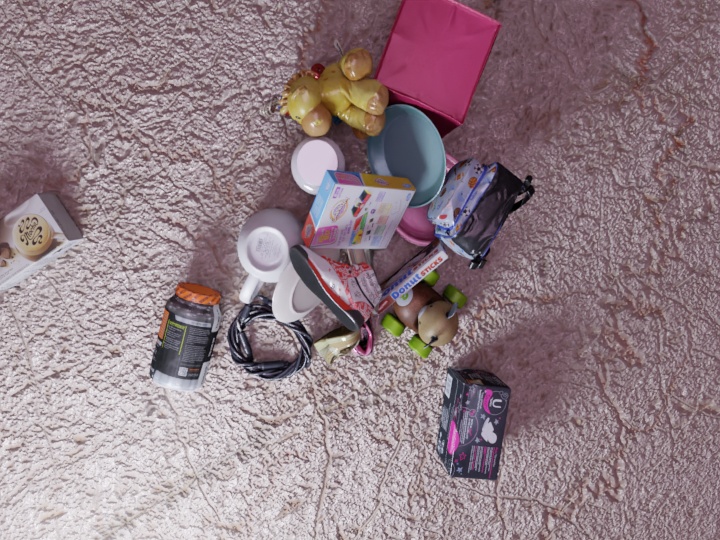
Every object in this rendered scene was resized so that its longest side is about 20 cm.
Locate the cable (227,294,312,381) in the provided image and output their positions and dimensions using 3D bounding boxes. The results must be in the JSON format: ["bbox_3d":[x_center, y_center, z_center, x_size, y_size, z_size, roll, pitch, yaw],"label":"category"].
[{"bbox_3d":[-0.197,0.164,1.217,0.197,0.051,0.165,36,93,-7],"label":"cable"}]

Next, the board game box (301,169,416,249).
[{"bbox_3d":[-0.003,-0.113,1.077,0.195,0.041,0.156,-1,133,-36],"label":"board game box"}]

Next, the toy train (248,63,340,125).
[{"bbox_3d":[-0.117,-0.315,1.116,0.116,0.085,0.199,48,65,-2],"label":"toy train"}]

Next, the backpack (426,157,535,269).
[{"bbox_3d":[0.215,-0.120,1.089,0.153,0.190,0.202,37,88,-2],"label":"backpack"}]

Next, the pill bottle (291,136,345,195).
[{"bbox_3d":[-0.084,-0.208,1.108,0.107,0.200,0.116,0,96,-3],"label":"pill bottle"}]

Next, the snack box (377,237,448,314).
[{"bbox_3d":[0.102,0.011,1.179,0.199,0.073,0.024,-41,111,18],"label":"snack box"}]

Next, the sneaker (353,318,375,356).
[{"bbox_3d":[-0.007,0.092,1.198,0.076,0.095,0.207,-15,95,1],"label":"sneaker"}]

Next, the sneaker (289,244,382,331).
[{"bbox_3d":[-0.043,0.008,1.068,0.202,0.067,0.108,48,59,-6],"label":"sneaker"}]

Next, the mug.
[{"bbox_3d":[-0.193,-0.027,1.134,0.144,0.175,0.205,28,94,-5],"label":"mug"}]

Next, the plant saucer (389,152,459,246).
[{"bbox_3d":[0.146,-0.157,1.201,0.192,0.051,0.209,0,96,-4],"label":"plant saucer"}]

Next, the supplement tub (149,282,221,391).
[{"bbox_3d":[-0.366,0.138,1.169,0.118,0.123,0.207,17,95,-5],"label":"supplement tub"}]

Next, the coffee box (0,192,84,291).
[{"bbox_3d":[-0.703,-0.058,1.152,0.196,0.080,0.115,-32,98,1],"label":"coffee box"}]

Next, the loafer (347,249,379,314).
[{"bbox_3d":[0.000,0.000,1.178,0.061,0.072,0.207,-11,65,13],"label":"loafer"}]

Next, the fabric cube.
[{"bbox_3d":[0.137,-0.407,1.100,0.194,0.199,0.202,23,93,-5],"label":"fabric cube"}]

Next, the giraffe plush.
[{"bbox_3d":[-0.063,-0.317,1.013,0.159,0.174,0.203,-28,70,-19],"label":"giraffe plush"}]

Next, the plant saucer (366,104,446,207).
[{"bbox_3d":[0.097,-0.230,1.101,0.036,0.197,0.206,-29,98,-41],"label":"plant saucer"}]

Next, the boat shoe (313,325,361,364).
[{"bbox_3d":[-0.041,0.156,1.154,0.072,0.200,0.064,-31,89,-30],"label":"boat shoe"}]

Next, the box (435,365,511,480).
[{"bbox_3d":[0.246,0.332,1.217,0.110,0.132,0.208,8,96,-7],"label":"box"}]

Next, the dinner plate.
[{"bbox_3d":[-0.104,0.026,1.141,0.024,0.199,0.204,32,93,25],"label":"dinner plate"}]

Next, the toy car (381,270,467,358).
[{"bbox_3d":[0.145,0.097,1.152,0.156,0.200,0.167,36,93,-6],"label":"toy car"}]
